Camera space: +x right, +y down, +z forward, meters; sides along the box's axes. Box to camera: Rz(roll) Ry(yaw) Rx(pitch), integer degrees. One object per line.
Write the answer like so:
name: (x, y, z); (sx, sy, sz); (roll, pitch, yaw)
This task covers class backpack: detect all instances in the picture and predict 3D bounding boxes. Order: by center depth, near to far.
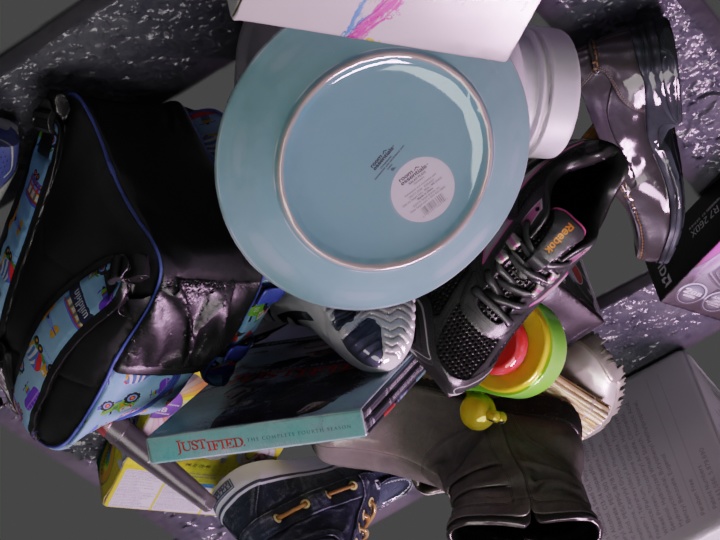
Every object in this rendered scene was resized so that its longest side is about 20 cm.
backpack: (-0.152, 0.011, 1.555); (0.134, 0.183, 0.200); (0, 135, -36)

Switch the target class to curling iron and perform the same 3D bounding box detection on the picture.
curling iron: (-0.185, 0.114, 1.739); (0.200, 0.026, 0.050); (33, 100, -20)

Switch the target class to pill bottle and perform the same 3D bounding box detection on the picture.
pill bottle: (0.030, -0.116, 1.525); (0.199, 0.109, 0.109); (3, 137, -20)

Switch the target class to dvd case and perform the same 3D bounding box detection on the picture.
dvd case: (-0.035, 0.074, 1.564); (0.146, 0.200, 0.022); (-9, 101, 20)

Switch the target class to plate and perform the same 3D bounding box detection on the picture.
plate: (0.012, -0.067, 1.462); (0.199, 0.026, 0.201); (-7, 111, -18)

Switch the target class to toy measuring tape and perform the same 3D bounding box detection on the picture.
toy measuring tape: (0.117, 0.016, 1.662); (0.073, 0.074, 0.201); (18, 93, -34)

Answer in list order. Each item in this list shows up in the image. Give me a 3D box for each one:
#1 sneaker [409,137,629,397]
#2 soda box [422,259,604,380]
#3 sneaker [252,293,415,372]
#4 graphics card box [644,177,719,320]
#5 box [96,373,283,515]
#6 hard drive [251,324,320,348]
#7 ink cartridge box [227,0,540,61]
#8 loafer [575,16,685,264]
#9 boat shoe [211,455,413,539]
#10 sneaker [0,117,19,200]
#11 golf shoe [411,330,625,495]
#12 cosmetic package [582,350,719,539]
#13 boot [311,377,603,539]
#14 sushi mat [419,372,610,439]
sneaker: (0.100, -0.014, 1.555); (0.080, 0.200, 0.086); (38, 158, -19)
soda box: (0.071, 0.052, 1.762); (0.200, 0.071, 0.063); (-34, 135, 21)
sneaker: (-0.038, 0.021, 1.589); (0.079, 0.199, 0.130); (-19, 143, -34)
graphics card box: (0.311, -0.041, 1.749); (0.125, 0.051, 0.200); (17, 132, -33)
box: (-0.106, 0.100, 1.782); (0.117, 0.048, 0.200); (8, 138, -25)
hard drive: (0.000, 0.000, 1.654); (0.200, 0.026, 0.132); (-36, 93, 24)
ink cartridge box: (0.005, -0.217, 1.385); (0.199, 0.129, 0.125); (7, 135, -23)
loafer: (0.178, -0.083, 1.649); (0.072, 0.073, 0.200); (-7, 131, 4)
boat shoe: (-0.017, 0.186, 1.835); (0.200, 0.091, 0.071); (-7, 144, -44)
sneaker: (-0.269, -0.002, 1.556); (0.080, 0.115, 0.200); (11, 133, -30)
golf shoe: (0.112, 0.115, 1.788); (0.097, 0.078, 0.200); (-33, 173, -43)
cosmetic package: (0.221, 0.203, 1.913); (0.200, 0.165, 0.165); (-29, 138, 15)
boot: (0.063, 0.138, 1.676); (0.199, 0.131, 0.068); (2, 124, -1)
sushi mat: (0.069, 0.079, 1.723); (0.200, 0.012, 0.096); (32, 118, -19)
